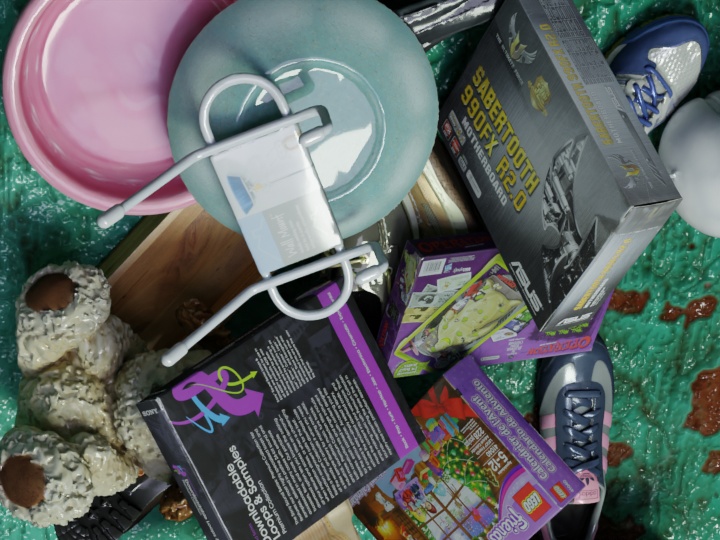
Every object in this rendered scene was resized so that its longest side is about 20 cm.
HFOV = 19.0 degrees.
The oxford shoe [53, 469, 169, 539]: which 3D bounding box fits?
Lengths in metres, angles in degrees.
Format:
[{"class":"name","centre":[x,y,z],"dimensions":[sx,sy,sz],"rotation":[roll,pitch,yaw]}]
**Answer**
[{"class":"oxford shoe","centre":[-0.164,0.149,1.709],"dimensions":[0.200,0.084,0.073],"rotation":[-35,88,-13]}]

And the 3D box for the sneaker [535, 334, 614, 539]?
[{"class":"sneaker","centre":[0.183,0.149,1.786],"dimensions":[0.070,0.082,0.201],"rotation":[-5,118,-11]}]

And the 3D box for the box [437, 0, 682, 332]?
[{"class":"box","centre":[0.138,-0.082,1.557],"dimensions":[0.048,0.201,0.159],"rotation":[-10,151,-29]}]

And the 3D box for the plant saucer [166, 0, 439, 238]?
[{"class":"plant saucer","centre":[-0.038,-0.105,1.545],"dimensions":[0.200,0.039,0.202],"rotation":[-4,112,-10]}]

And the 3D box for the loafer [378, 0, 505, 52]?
[{"class":"loafer","centre":[0.058,-0.209,1.573],"dimensions":[0.200,0.068,0.070],"rotation":[-30,129,6]}]

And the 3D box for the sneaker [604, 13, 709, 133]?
[{"class":"sneaker","centre":[0.200,-0.109,1.653],"dimensions":[0.200,0.088,0.075],"rotation":[-46,117,9]}]

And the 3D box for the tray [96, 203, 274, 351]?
[{"class":"tray","centre":[-0.133,-0.003,1.652],"dimensions":[0.099,0.037,0.200],"rotation":[38,102,-28]}]

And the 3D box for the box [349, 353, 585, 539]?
[{"class":"box","centre":[0.075,0.173,1.701],"dimensions":[0.137,0.039,0.200],"rotation":[48,138,8]}]

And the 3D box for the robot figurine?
[{"class":"robot figurine","centre":[0.318,-0.094,1.675],"dimensions":[0.199,0.113,0.170],"rotation":[-19,154,-4]}]

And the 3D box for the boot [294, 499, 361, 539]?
[{"class":"boot","centre":[-0.082,0.233,1.718],"dimensions":[0.166,0.073,0.200],"rotation":[-26,160,-6]}]

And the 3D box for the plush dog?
[{"class":"plush dog","centre":[-0.169,0.108,1.598],"dimensions":[0.171,0.201,0.161],"rotation":[4,159,3]}]

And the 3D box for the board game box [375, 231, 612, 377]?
[{"class":"board game box","centre":[0.110,0.021,1.665],"dimensions":[0.199,0.032,0.120],"rotation":[-6,126,-31]}]

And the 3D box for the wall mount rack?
[{"class":"wall mount rack","centre":[-0.082,-0.028,1.507],"dimensions":[0.173,0.075,0.201],"rotation":[-21,115,3]}]

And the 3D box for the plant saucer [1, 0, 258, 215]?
[{"class":"plant saucer","centre":[-0.159,-0.141,1.556],"dimensions":[0.199,0.051,0.202],"rotation":[-4,113,-10]}]

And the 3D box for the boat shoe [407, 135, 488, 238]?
[{"class":"boat shoe","centre":[0.052,-0.038,1.666],"dimensions":[0.076,0.072,0.200],"rotation":[-25,121,12]}]

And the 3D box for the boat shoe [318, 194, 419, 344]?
[{"class":"boat shoe","centre":[0.003,0.001,1.651],"dimensions":[0.060,0.072,0.202],"rotation":[-47,142,-41]}]

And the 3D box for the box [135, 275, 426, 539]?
[{"class":"box","centre":[-0.055,0.111,1.574],"dimensions":[0.200,0.036,0.143],"rotation":[-33,99,-40]}]
